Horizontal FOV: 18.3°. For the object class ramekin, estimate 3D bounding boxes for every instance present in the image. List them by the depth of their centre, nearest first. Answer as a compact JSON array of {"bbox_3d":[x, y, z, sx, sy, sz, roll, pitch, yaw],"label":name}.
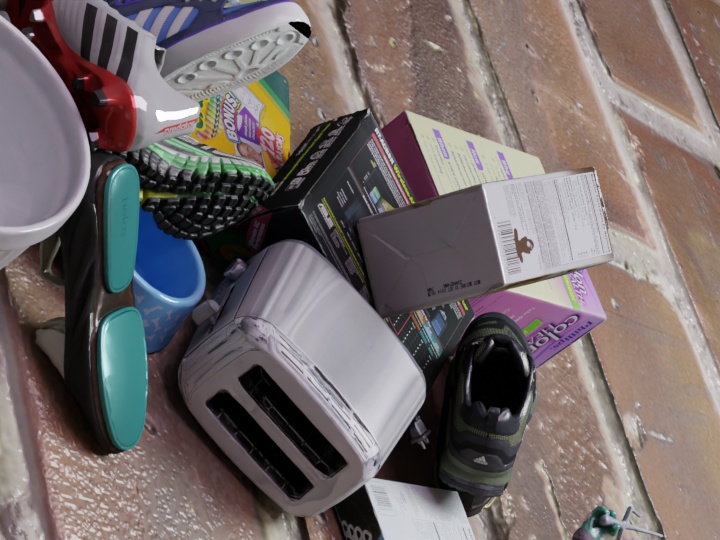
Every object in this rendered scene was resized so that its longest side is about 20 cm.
[{"bbox_3d":[-0.280,-0.077,1.411,0.199,0.105,0.201,29,39,-27],"label":"ramekin"}]

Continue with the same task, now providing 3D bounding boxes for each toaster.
[{"bbox_3d":[-0.040,0.086,1.603,0.200,0.113,0.129,49,32,-10],"label":"toaster"}]

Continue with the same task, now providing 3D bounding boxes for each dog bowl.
[{"bbox_3d":[-0.185,-0.037,1.585,0.200,0.050,0.111,52,28,0],"label":"dog bowl"}]

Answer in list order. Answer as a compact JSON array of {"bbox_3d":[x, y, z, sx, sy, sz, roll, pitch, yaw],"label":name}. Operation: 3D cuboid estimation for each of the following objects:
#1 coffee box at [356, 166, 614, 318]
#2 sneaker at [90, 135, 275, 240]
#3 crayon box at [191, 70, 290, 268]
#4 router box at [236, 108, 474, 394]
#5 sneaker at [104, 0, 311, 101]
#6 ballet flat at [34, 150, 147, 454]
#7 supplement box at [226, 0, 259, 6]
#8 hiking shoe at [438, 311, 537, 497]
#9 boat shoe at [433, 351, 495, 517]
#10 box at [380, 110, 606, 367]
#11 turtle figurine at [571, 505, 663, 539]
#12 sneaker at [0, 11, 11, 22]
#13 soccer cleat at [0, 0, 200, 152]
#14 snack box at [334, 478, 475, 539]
[{"bbox_3d":[0.099,-0.023,1.716,0.200,0.114,0.080,-11,87,-60],"label":"coffee box"},{"bbox_3d":[-0.139,-0.083,1.573,0.199,0.078,0.086,19,42,-46],"label":"sneaker"},{"bbox_3d":[-0.115,-0.103,1.754,0.119,0.058,0.201,35,33,-31],"label":"crayon box"},{"bbox_3d":[0.000,0.000,1.715,0.201,0.062,0.150,63,35,-20],"label":"router box"},{"bbox_3d":[-0.145,-0.201,1.674,0.081,0.199,0.147,31,39,-64],"label":"sneaker"},{"bbox_3d":[-0.179,0.020,1.487,0.068,0.068,0.202,-12,104,-62],"label":"ballet flat"},{"bbox_3d":[-0.159,-0.314,1.847,0.199,0.134,0.201,0,58,-56],"label":"supplement box"},{"bbox_3d":[0.110,0.083,1.730,0.075,0.101,0.201,16,35,-5],"label":"hiking shoe"},{"bbox_3d":[0.096,0.123,1.820,0.071,0.061,0.202,18,31,1],"label":"boat shoe"},{"bbox_3d":[0.094,-0.022,1.939,0.199,0.097,0.177,14,47,-48],"label":"box"},{"bbox_3d":[0.182,0.271,1.739,0.199,0.101,0.150,-4,54,-45],"label":"turtle figurine"},{"bbox_3d":[-0.250,-0.155,1.585,0.199,0.075,0.116,30,38,6],"label":"sneaker"},{"bbox_3d":[-0.180,-0.151,1.515,0.085,0.069,0.200,-7,43,-35],"label":"soccer cleat"},{"bbox_3d":[0.057,0.251,1.637,0.116,0.037,0.201,16,45,-47],"label":"snack box"}]
